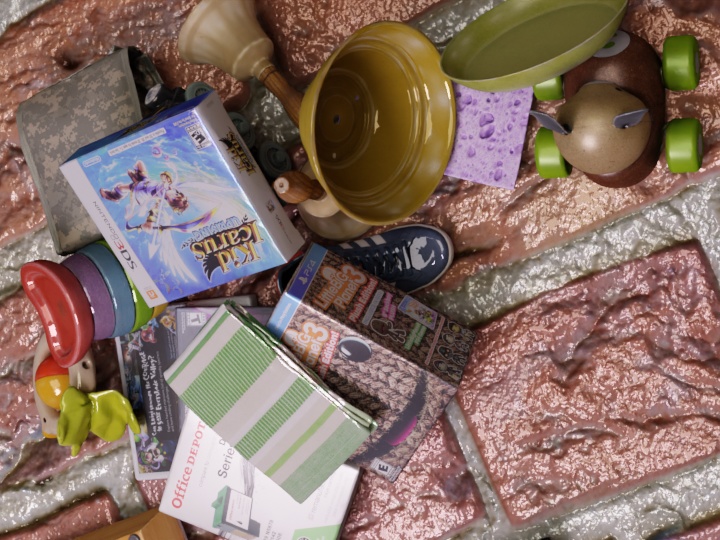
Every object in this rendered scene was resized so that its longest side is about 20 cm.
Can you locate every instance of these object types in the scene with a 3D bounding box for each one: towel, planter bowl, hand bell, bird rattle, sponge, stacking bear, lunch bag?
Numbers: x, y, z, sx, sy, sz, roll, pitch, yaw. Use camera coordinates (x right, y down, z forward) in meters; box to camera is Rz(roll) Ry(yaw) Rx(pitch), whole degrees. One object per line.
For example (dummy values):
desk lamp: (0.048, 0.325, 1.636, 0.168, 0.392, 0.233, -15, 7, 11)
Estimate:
towel: (-0.096, 0.135, 1.546, 0.200, 0.023, 0.153, 40, 127, -3)
planter bowl: (0.000, -0.149, 1.518, 0.083, 0.200, 0.202, 11, 99, 46)
hand bell: (-0.092, -0.202, 1.604, 0.200, 0.104, 0.104, 45, 108, 22)
bird rattle: (-0.341, 0.116, 1.746, 0.163, 0.112, 0.201, -28, 77, 48)
sponge: (0.075, -0.159, 1.581, 0.199, 0.030, 0.112, 13, 100, 9)
hand bell: (-0.050, -0.082, 1.565, 0.104, 0.200, 0.105, 0, 92, 17)
stacking bear: (-0.252, 0.011, 1.669, 0.114, 0.199, 0.122, -21, 93, 58)
lunch bag: (-0.282, -0.135, 1.697, 0.163, 0.117, 0.201, -23, 81, 21)

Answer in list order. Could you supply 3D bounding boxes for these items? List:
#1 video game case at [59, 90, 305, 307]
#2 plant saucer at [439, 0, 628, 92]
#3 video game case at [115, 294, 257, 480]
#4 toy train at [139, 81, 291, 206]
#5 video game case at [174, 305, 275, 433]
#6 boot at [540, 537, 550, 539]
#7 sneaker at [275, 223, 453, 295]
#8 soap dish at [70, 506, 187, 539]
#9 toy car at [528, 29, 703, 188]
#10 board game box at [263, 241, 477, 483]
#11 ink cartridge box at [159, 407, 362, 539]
video game case: (-0.183, -0.067, 1.536, 0.199, 0.045, 0.182, -18, 113, 35)
plant saucer: (0.175, -0.229, 1.491, 0.199, 0.200, 0.031, -16, 119, 21)
video game case: (-0.190, 0.136, 1.739, 0.181, 0.023, 0.201, -7, 93, 21)
toy train: (-0.157, -0.113, 1.621, 0.200, 0.114, 0.085, 39, 136, -26)
video game case: (-0.108, 0.111, 1.685, 0.199, 0.019, 0.144, -1, 94, 14)
boot: (0.149, 0.394, 1.601, 0.199, 0.076, 0.169, -25, 82, 15)
sneaker: (0.000, 0.000, 1.620, 0.199, 0.084, 0.075, -15, 89, 21)
soap dish: (-0.281, 0.377, 1.762, 0.199, 0.081, 0.158, -23, 86, 22)
toy car: (0.233, -0.156, 1.455, 0.163, 0.200, 0.159, -2, 94, 21)
board game box: (-0.008, 0.097, 1.571, 0.199, 0.097, 0.160, 28, 126, -2)
ink cartridge box: (-0.105, 0.223, 1.650, 0.199, 0.084, 0.147, 20, 112, 5)
